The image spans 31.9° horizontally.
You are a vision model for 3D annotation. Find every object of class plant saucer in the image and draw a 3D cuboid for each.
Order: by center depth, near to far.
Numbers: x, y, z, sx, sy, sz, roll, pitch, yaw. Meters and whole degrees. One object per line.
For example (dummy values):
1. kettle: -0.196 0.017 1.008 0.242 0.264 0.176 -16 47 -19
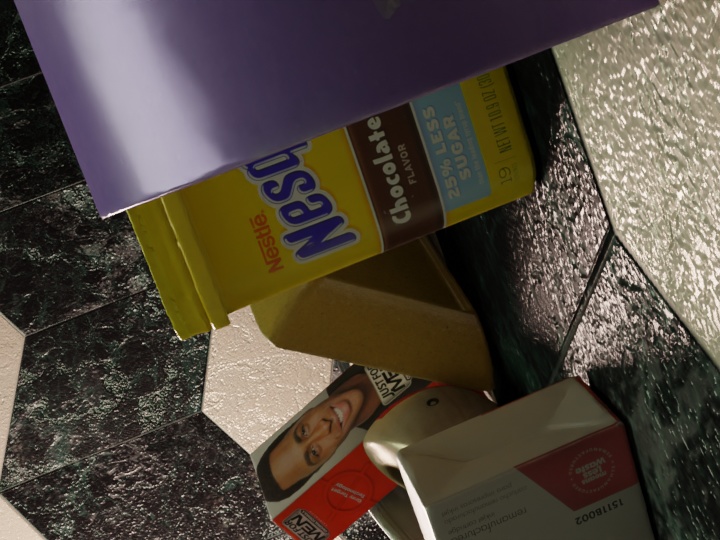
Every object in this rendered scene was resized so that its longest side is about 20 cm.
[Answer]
1. plant saucer: 0.000 0.000 0.971 0.049 0.199 0.200 -61 32 23
2. plant saucer: 0.086 0.217 1.124 0.200 0.050 0.200 35 -168 -8

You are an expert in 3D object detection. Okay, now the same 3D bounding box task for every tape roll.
1. tape roll: -0.009 -0.091 0.421 0.200 0.199 0.085 -150 39 -81

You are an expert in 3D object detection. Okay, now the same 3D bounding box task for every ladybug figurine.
1. ladybug figurine: 0.073 0.137 0.957 0.200 0.135 0.072 80 -149 -73

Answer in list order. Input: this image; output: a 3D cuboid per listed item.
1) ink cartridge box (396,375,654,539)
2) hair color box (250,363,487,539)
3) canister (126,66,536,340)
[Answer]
1. ink cartridge box: 0.108 0.176 0.713 0.068 0.116 0.201 -125 14 -66
2. hair color box: 0.005 0.137 1.076 0.061 0.200 0.102 45 -174 -30
3. canister: -0.025 -0.070 0.643 0.087 0.199 0.149 -135 24 -76
